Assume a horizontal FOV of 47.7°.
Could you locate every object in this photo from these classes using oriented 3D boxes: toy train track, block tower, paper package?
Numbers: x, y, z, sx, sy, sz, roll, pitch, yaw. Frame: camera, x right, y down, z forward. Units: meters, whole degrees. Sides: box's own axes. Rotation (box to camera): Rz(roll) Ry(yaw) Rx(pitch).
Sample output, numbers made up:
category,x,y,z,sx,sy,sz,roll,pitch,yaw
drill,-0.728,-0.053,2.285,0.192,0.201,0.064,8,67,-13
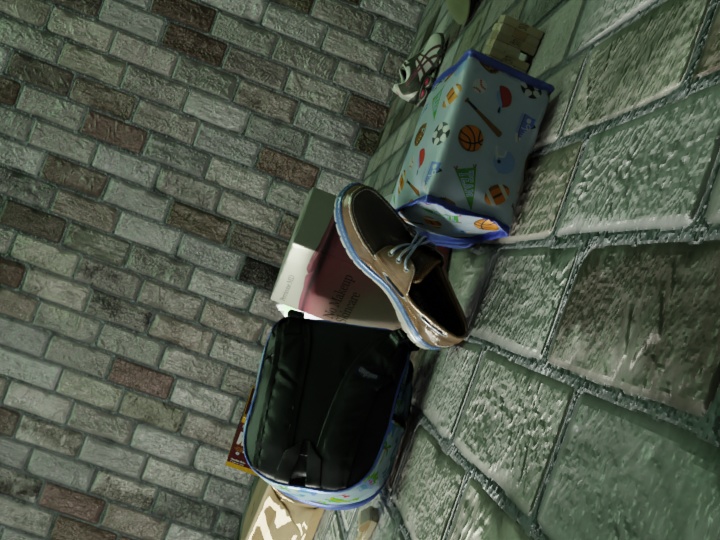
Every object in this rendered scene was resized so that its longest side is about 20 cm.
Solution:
category,x,y,z,sx,sy,sz,roll,pitch,yaw
toy train track,-0.030,0.357,0.974,0.115,0.032,0.200,-82,14,-63
block tower,0.161,-0.214,1.028,0.054,0.058,0.201,-90,23,-73
paper package,-0.133,0.409,1.394,0.200,0.103,0.191,-95,25,-78

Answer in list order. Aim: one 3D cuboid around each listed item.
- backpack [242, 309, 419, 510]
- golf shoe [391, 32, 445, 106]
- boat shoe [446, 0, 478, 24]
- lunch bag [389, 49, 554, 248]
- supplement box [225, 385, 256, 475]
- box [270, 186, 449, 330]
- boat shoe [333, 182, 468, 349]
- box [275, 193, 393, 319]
category,x,y,z,sx,sy,sz,roll,pitch,yaw
backpack,-0.033,0.173,0.956,0.147,0.182,0.201,74,-152,-59
golf shoe,0.143,-0.488,1.926,0.077,0.088,0.201,122,168,-69
boat shoe,0.218,-0.567,1.650,0.063,0.074,0.201,-35,-10,-8
lunch bag,0.107,-0.119,0.891,0.171,0.123,0.200,-71,15,-10
supplement box,-0.333,0.522,2.658,0.197,0.132,0.201,-84,15,-67
box,0.000,0.000,1.069,0.128,0.199,0.109,116,172,-47
boat shoe,0.051,-0.008,0.837,0.072,0.200,0.072,-43,16,-27
box,-0.013,-0.001,1.270,0.200,0.097,0.177,-26,27,23
